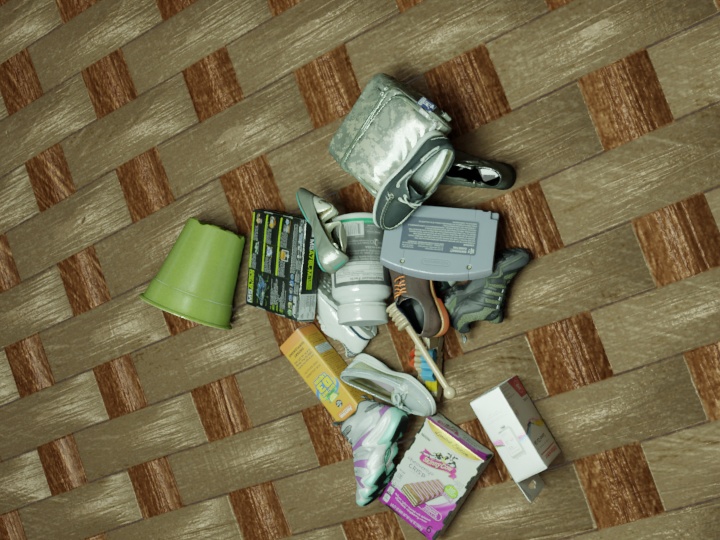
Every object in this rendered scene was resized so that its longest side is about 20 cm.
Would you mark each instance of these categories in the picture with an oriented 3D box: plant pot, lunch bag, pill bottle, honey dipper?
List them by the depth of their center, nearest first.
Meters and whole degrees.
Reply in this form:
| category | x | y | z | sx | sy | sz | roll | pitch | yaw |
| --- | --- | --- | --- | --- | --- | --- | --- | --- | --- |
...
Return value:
| category | x | y | z | sx | sy | sz | roll | pitch | yaw |
| --- | --- | --- | --- | --- | --- | --- | --- | --- | --- |
| lunch bag | 0.061 | -0.232 | 1.635 | 0.200 | 0.139 | 0.168 | -54 | 46 | 16 |
| honey dipper | 0.114 | 0.143 | 1.636 | 0.038 | 0.038 | 0.200 | -41 | 72 | 23 |
| pill bottle | 0.000 | 0.000 | 1.706 | 0.113 | 0.113 | 0.200 | -7 | 79 | 26 |
| plant pot | -0.322 | -0.002 | 1.859 | 0.200 | 0.200 | 0.190 | 21 | 90 | 23 |

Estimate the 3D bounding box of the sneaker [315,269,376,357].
| category | x | y | z | sx | sy | sz | roll | pitch | yaw |
| --- | --- | --- | --- | --- | --- | --- | --- | --- | --- |
| sneaker | -0.059 | 0.079 | 1.788 | 0.200 | 0.076 | 0.081 | 50 | 122 | 16 |

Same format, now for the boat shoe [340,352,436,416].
| category | x | y | z | sx | sy | sz | roll | pitch | yaw |
| --- | --- | --- | --- | --- | --- | --- | --- | --- | --- |
| boat shoe | 0.054 | 0.226 | 1.723 | 0.202 | 0.065 | 0.074 | 29 | 144 | 30 |

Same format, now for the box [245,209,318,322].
| category | x | y | z | sx | sy | sz | roll | pitch | yaw |
| --- | --- | --- | --- | --- | --- | --- | --- | --- | --- |
| box | -0.153 | -0.013 | 1.797 | 0.193 | 0.047 | 0.200 | 14 | 101 | 53 |

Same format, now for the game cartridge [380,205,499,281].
| category | x | y | z | sx | sy | sz | roll | pitch | yaw |
| --- | --- | --- | --- | --- | --- | --- | --- | --- | --- |
| game cartridge | 0.139 | -0.048 | 1.613 | 0.200 | 0.042 | 0.133 | 6 | 72 | 11 |

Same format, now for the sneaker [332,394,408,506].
| category | x | y | z | sx | sy | sz | roll | pitch | yaw |
| --- | --- | --- | --- | --- | --- | --- | --- | --- | --- |
| sneaker | -0.001 | 0.332 | 1.725 | 0.140 | 0.078 | 0.200 | 24 | 97 | 28 |

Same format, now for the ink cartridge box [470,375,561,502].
| category | x | y | z | sx | sy | sz | roll | pitch | yaw |
| --- | --- | --- | --- | --- | --- | --- | --- | --- | --- |
| ink cartridge box | 0.286 | 0.295 | 1.611 | 0.067 | 0.116 | 0.200 | -33 | 81 | 24 |

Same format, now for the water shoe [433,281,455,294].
| category | x | y | z | sx | sy | sz | roll | pitch | yaw |
| --- | --- | --- | --- | --- | --- | --- | --- | --- | --- |
| water shoe | 0.098 | -0.043 | 1.688 | 0.079 | 0.072 | 0.200 | -36 | 79 | 3 |

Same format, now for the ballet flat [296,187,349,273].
| category | x | y | z | sx | sy | sz | roll | pitch | yaw |
| --- | --- | --- | --- | --- | --- | --- | --- | --- | --- |
| ballet flat | -0.062 | -0.084 | 1.664 | 0.064 | 0.067 | 0.200 | -32 | 54 | 19 |

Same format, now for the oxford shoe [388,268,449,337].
| category | x | y | z | sx | sy | sz | roll | pitch | yaw |
| --- | --- | --- | --- | --- | --- | --- | --- | --- | --- |
| oxford shoe | 0.089 | 0.028 | 1.630 | 0.071 | 0.073 | 0.200 | -41 | 68 | 34 |

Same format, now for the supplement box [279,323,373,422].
| category | x | y | z | sx | sy | sz | roll | pitch | yaw |
| --- | --- | --- | --- | --- | --- | --- | --- | --- | --- |
| supplement box | -0.067 | 0.203 | 1.802 | 0.200 | 0.069 | 0.067 | 49 | 115 | 12 |

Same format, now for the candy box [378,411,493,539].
| category | x | y | z | sx | sy | sz | roll | pitch | yaw |
| --- | --- | --- | --- | --- | --- | --- | --- | --- | --- |
| candy box | 0.141 | 0.389 | 1.719 | 0.136 | 0.061 | 0.200 | 34 | 107 | 20 |

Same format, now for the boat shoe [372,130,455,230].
| category | x | y | z | sx | sy | sz | roll | pitch | yaw |
| --- | --- | --- | --- | --- | --- | --- | --- | --- | --- |
| boat shoe | 0.090 | -0.145 | 1.560 | 0.200 | 0.076 | 0.060 | -60 | 33 | 21 |

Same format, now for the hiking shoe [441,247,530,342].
| category | x | y | z | sx | sy | sz | roll | pitch | yaw |
| --- | --- | --- | --- | --- | --- | --- | --- | --- | --- |
| hiking shoe | 0.237 | 0.041 | 1.648 | 0.200 | 0.076 | 0.101 | -39 | 100 | 19 |

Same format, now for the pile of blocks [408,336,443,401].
| category | x | y | z | sx | sy | sz | roll | pitch | yaw |
| --- | --- | --- | --- | --- | --- | --- | --- | --- | --- |
| pile of blocks | 0.115 | 0.146 | 1.700 | 0.062 | 0.082 | 0.200 | 2 | 96 | 25 |

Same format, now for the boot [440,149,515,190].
| category | x | y | z | sx | sy | sz | roll | pitch | yaw |
| --- | --- | --- | --- | --- | --- | --- | --- | --- | --- |
| boot | 0.170 | -0.182 | 1.618 | 0.200 | 0.131 | 0.068 | 10 | 98 | 25 |
